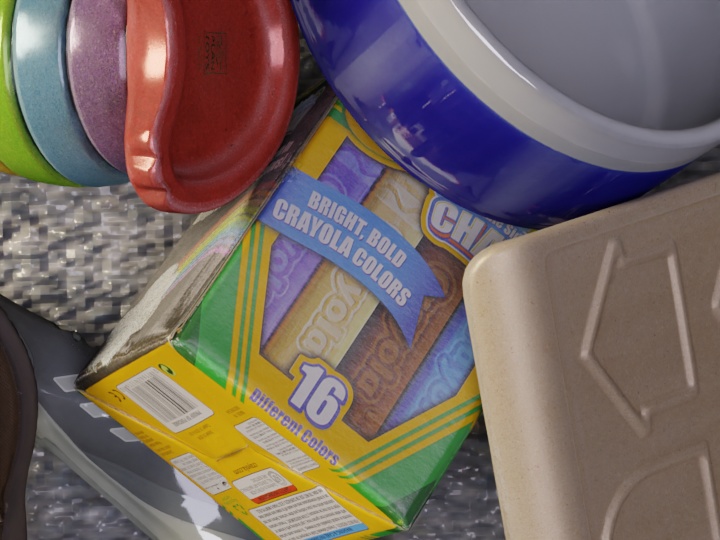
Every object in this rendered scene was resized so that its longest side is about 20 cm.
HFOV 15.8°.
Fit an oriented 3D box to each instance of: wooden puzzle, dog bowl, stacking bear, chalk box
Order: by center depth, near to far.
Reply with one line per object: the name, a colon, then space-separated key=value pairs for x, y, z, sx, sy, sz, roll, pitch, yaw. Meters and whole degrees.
dog bowl: x=0.069 y=-0.120 z=1.039 sx=0.200 sy=0.200 sz=0.079 roll=41 pitch=135 yaw=-11
stacking bear: x=-0.136 y=-0.086 z=1.040 sx=0.199 sy=0.114 sz=0.122 roll=2 pitch=94 yaw=28
wooden puzzle: x=0.132 y=0.057 z=1.054 sx=0.199 sy=0.046 sz=0.186 roll=-17 pitch=101 yaw=-31
chalk box: x=0.000 y=0.000 z=1.070 sx=0.124 sy=0.124 sz=0.200 roll=40 pitch=66 yaw=-11

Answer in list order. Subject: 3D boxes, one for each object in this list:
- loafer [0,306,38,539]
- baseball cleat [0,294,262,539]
loafer: x=-0.177 y=0.084 z=1.066 sx=0.073 sy=0.071 sz=0.201 roll=18 pitch=128 yaw=29
baseball cleat: x=-0.092 y=0.056 z=1.123 sx=0.200 sy=0.070 sz=0.106 roll=46 pitch=76 yaw=-14
